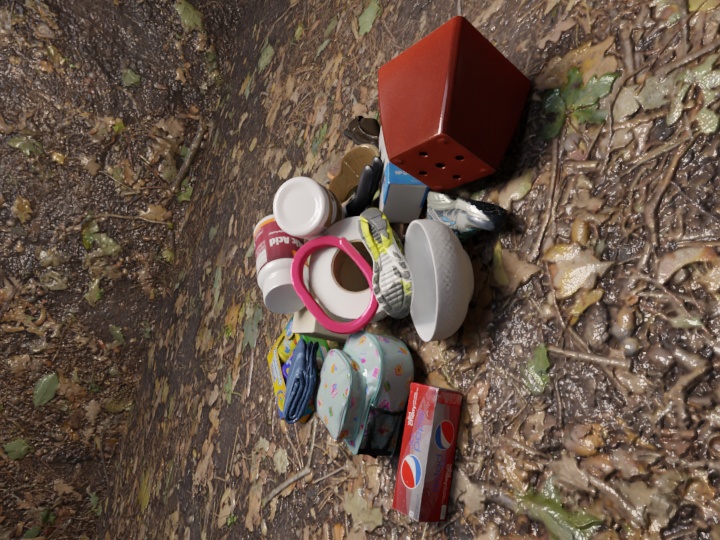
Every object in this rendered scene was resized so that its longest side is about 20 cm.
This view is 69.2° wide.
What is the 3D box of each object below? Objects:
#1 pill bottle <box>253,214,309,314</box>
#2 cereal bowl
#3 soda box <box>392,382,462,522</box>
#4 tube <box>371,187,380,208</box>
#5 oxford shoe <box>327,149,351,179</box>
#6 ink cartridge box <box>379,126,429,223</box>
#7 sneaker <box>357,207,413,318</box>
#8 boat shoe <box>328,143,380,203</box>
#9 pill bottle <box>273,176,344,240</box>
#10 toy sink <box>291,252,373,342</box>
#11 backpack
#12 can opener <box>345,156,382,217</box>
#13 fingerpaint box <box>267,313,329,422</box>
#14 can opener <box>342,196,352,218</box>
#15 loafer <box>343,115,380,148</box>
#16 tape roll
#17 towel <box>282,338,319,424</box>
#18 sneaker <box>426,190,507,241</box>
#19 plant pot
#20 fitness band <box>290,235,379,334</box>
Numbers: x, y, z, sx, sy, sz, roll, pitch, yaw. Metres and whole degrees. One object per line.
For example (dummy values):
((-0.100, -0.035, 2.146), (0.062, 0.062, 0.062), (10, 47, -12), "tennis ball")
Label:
((-0.170, -0.015, 1.129), (0.115, 0.112, 0.203), (-49, 40, 33), "pill bottle")
((0.135, 0.014, 0.879), (0.200, 0.081, 0.205), (174, 90, -80), "cereal bowl")
((0.109, 0.291, 0.847), (0.069, 0.062, 0.205), (-3, 73, 55), "soda box")
((0.020, -0.111, 1.182), (0.201, 0.052, 0.058), (-52, 3, 36), "tube")
((-0.015, -0.254, 1.254), (0.198, 0.070, 0.075), (12, 112, 51), "oxford shoe")
((0.082, -0.219, 1.041), (0.147, 0.082, 0.205), (100, 172, -67), "ink cartridge box")
((0.056, -0.014, 0.944), (0.073, 0.084, 0.205), (-18, 79, 17), "sneaker")
((-0.006, -0.216, 1.132), (0.072, 0.064, 0.199), (57, 147, 1), "boat shoe")
((-0.097, -0.120, 1.092), (0.111, 0.200, 0.117), (0, 89, 12), "pill bottle")
((-0.063, 0.049, 1.159), (0.111, 0.128, 0.205), (-10, 69, 55), "toy sink")
((0.007, 0.213, 0.964), (0.204, 0.151, 0.175), (-66, 28, 6), "backpack")
((0.016, -0.162, 1.063), (0.064, 0.078, 0.201), (-55, -10, -30), "can opener")
((-0.148, 0.230, 1.261), (0.168, 0.072, 0.202), (-55, 36, 26), "fingerpaint box")
((-0.030, -0.147, 1.264), (0.200, 0.053, 0.068), (-45, 41, 36), "can opener")
((0.016, -0.334, 1.256), (0.072, 0.072, 0.200), (-63, 35, 15), "loafer")
((0.000, 0.000, 1.033), (0.197, 0.071, 0.208), (-3, 76, 12), "tape roll")
((-0.120, 0.220, 1.058), (0.200, 0.048, 0.114), (-112, 40, -76), "towel")
((0.181, -0.082, 0.909), (0.200, 0.076, 0.088), (-146, 63, -64), "sneaker")
((0.145, -0.253, 0.880), (0.198, 0.197, 0.180), (-11, 62, 51), "plant pot")
((-0.047, 0.024, 0.985), (0.143, 0.037, 0.201), (-41, 71, 3), "fitness band")
